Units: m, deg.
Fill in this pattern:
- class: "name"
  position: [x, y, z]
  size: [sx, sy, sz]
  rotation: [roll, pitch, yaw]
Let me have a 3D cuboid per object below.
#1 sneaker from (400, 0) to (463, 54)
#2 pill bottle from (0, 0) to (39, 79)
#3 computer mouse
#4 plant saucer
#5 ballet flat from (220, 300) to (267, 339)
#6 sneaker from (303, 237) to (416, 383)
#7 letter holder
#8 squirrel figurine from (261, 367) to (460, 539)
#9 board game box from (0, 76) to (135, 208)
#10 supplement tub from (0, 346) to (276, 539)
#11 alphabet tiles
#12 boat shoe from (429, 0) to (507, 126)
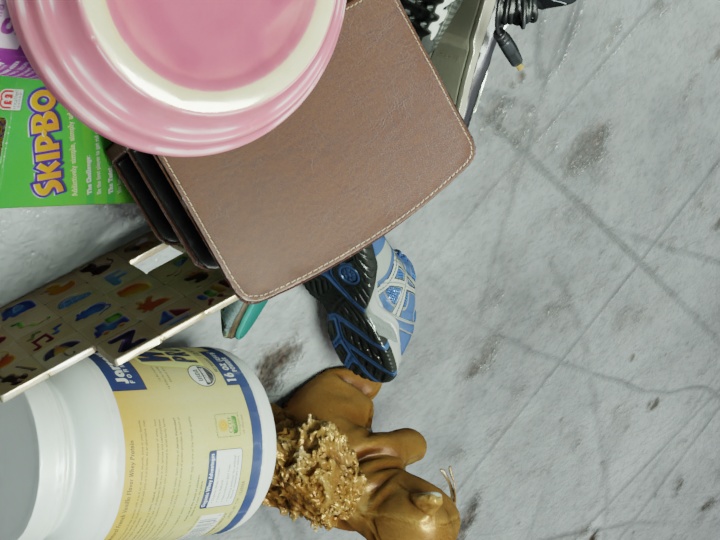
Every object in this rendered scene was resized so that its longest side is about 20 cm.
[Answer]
- class: "sneaker"
  position: [0.080, -0.249, 0.991]
  size: [0.090, 0.066, 0.202]
  rotation: [-6, 122, -37]
- class: "pill bottle"
  position: [-0.166, -0.166, 0.794]
  size: [0.199, 0.112, 0.113]
  rotation: [-1, 121, -42]
- class: "computer mouse"
  position: [0.143, -0.212, 1.009]
  size: [0.200, 0.046, 0.142]
  rotation: [23, 79, -75]
- class: "plant saucer"
  position: [-0.089, -0.161, 0.730]
  size: [0.199, 0.051, 0.203]
  rotation: [-5, 101, -29]
- class: "ballet flat"
  position: [-0.064, -0.045, 1.025]
  size: [0.201, 0.074, 0.074]
  rotation: [-56, 140, 2]
- class: "sneaker"
  position: [0.000, 0.000, 1.125]
  size: [0.077, 0.075, 0.201]
  rotation: [-55, 146, -36]
- class: "letter holder"
  position: [-0.042, -0.076, 0.902]
  size: [0.199, 0.100, 0.143]
  rotation: [-34, 97, -22]
- class: "squirrel figurine"
  position: [-0.014, 0.185, 1.151]
  size: [0.199, 0.187, 0.142]
  rotation: [12, 112, -46]
- class: "board game box"
  position: [-0.169, -0.092, 0.917]
  size: [0.199, 0.030, 0.096]
  rotation: [-7, 123, -43]
- class: "supplement tub"
  position: [-0.177, 0.129, 0.991]
  size: [0.199, 0.144, 0.145]
  rotation: [1, 120, -43]
- class: "alphabet tiles"
  position: [-0.165, 0.023, 0.907]
  size: [0.199, 0.167, 0.008]
  rotation: [-30, 117, -22]
- class: "boat shoe"
  position: [0.081, -0.143, 1.072]
  size: [0.062, 0.073, 0.202]
  rotation: [3, 114, -40]
